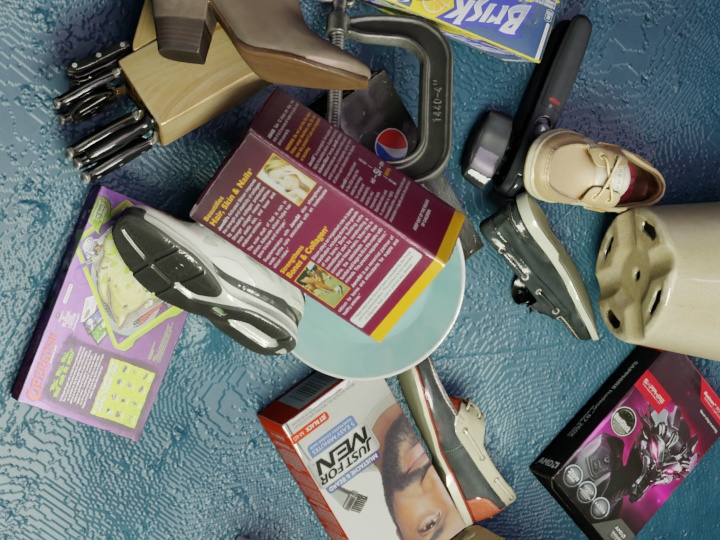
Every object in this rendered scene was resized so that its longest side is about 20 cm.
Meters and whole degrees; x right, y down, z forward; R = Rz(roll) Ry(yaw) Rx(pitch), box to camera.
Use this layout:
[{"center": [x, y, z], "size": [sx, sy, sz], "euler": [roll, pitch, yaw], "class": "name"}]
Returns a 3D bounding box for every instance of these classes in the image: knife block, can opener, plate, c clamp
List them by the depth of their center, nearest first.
[{"center": [-0.154, -0.146, 1.433], "size": [0.200, 0.064, 0.176], "euler": [14, 78, -2], "class": "knife block"}, {"center": [0.001, -0.163, 1.497], "size": [0.171, 0.027, 0.200], "euler": [0, 66, -9], "class": "c clamp"}, {"center": [0.000, 0.000, 1.529], "size": [0.200, 0.026, 0.200], "euler": [2, 97, 15], "class": "plate"}, {"center": [0.174, -0.159, 1.627], "size": [0.079, 0.063, 0.200], "euler": [33, 82, -26], "class": "can opener"}]

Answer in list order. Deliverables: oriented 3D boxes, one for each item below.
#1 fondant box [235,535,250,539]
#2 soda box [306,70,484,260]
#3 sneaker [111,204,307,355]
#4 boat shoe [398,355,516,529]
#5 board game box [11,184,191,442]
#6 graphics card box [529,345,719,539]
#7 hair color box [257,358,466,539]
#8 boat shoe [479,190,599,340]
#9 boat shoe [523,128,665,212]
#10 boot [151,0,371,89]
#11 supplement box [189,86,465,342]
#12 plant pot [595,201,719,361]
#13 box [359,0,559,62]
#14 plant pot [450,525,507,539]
[{"center": [-0.107, 0.353, 1.506], "size": [0.058, 0.144, 0.200], "euler": [30, 83, -24], "class": "fondant box"}, {"center": [0.032, -0.086, 1.566], "size": [0.071, 0.063, 0.200], "euler": [-37, 111, -18], "class": "soda box"}, {"center": [-0.125, -0.021, 1.478], "size": [0.200, 0.076, 0.115], "euler": [38, 51, -28], "class": "sneaker"}, {"center": [0.092, 0.157, 1.617], "size": [0.063, 0.071, 0.200], "euler": [-25, 113, -6], "class": "boat shoe"}, {"center": [-0.215, 0.038, 1.481], "size": [0.120, 0.032, 0.200], "euler": [24, 85, -30], "class": "board game box"}, {"center": [0.281, 0.177, 1.727], "size": [0.200, 0.051, 0.125], "euler": [-45, 113, -14], "class": "graphics card box"}, {"center": [0.003, 0.189, 1.586], "size": [0.111, 0.064, 0.200], "euler": [-36, 111, -19], "class": "hair color box"}, {"center": [0.174, 0.007, 1.644], "size": [0.066, 0.075, 0.199], "euler": [-23, 136, 14], "class": "boat shoe"}, {"center": [0.230, -0.094, 1.617], "size": [0.200, 0.069, 0.074], "euler": [0, 102, -53], "class": "boat shoe"}, {"center": [-0.080, -0.235, 1.391], "size": [0.200, 0.070, 0.146], "euler": [11, 75, -3], "class": "boot"}, {"center": [-0.027, -0.047, 1.434], "size": [0.200, 0.086, 0.110], "euler": [34, 125, -6], "class": "supplement box"}, {"center": [0.341, 0.008, 1.654], "size": [0.183, 0.200, 0.201], "euler": [4, 94, -24], "class": "plant pot"}, {"center": [0.081, -0.255, 1.566], "size": [0.200, 0.070, 0.064], "euler": [17, 91, -26], "class": "box"}, {"center": [0.124, 0.361, 1.586], "size": [0.200, 0.200, 0.177], "euler": [-34, 111, -18], "class": "plant pot"}]
